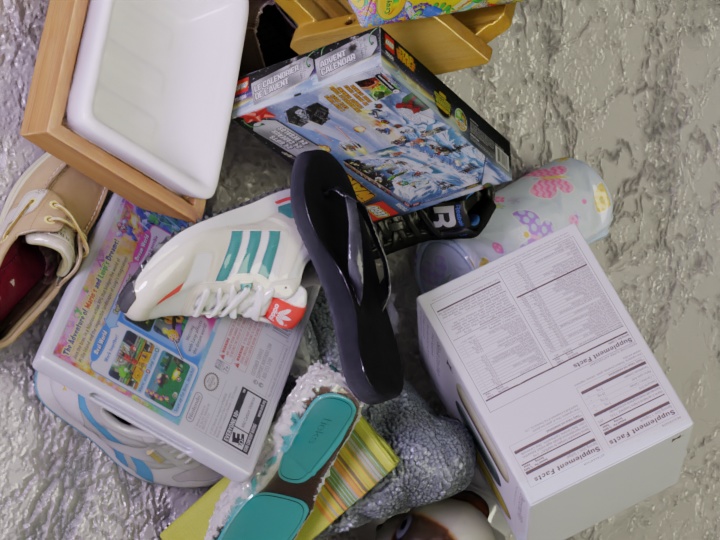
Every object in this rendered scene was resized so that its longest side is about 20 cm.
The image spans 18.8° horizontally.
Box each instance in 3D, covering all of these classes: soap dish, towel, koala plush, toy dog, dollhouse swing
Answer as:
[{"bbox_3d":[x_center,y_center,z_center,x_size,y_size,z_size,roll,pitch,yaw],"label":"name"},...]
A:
[{"bbox_3d":[-0.168,-0.152,1.616,0.157,0.081,0.200,32,57,-42],"label":"soap dish"},{"bbox_3d":[-0.065,0.180,1.720,0.086,0.200,0.018,51,19,11],"label":"towel"},{"bbox_3d":[-0.008,0.104,1.785,0.177,0.184,0.200,-13,85,-52],"label":"koala plush"},{"bbox_3d":[0.073,0.288,1.851,0.140,0.194,0.200,-42,127,-46],"label":"toy dog"},{"bbox_3d":[0.012,-0.277,1.710,0.176,0.181,0.200,57,36,-38],"label":"dollhouse swing"}]

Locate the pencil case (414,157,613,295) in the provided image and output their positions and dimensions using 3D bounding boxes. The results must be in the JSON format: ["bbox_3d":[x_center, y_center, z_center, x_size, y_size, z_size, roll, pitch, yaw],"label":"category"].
[{"bbox_3d":[0.139,-0.030,1.943,0.200,0.091,0.083,-32,143,-38],"label":"pencil case"}]

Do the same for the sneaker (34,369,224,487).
[{"bbox_3d":[-0.160,0.119,1.689,0.200,0.081,0.077,34,71,-42],"label":"sneaker"}]

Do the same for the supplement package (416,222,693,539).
[{"bbox_3d":[0.157,0.101,1.801,0.150,0.200,0.152,-25,158,-8],"label":"supplement package"}]

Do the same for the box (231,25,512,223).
[{"bbox_3d":[0.011,-0.109,1.696,0.200,0.137,0.040,37,44,-49],"label":"box"}]

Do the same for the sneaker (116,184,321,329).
[{"bbox_3d":[-0.088,0.006,1.633,0.200,0.070,0.093,-26,73,-43],"label":"sneaker"}]

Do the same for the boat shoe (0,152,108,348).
[{"bbox_3d":[-0.235,-0.015,1.608,0.074,0.066,0.200,48,62,-35],"label":"boat shoe"}]

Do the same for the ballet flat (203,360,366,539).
[{"bbox_3d":[-0.061,0.154,1.676,0.072,0.072,0.200,17,114,-43],"label":"ballet flat"}]

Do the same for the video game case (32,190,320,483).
[{"bbox_3d":[-0.134,0.038,1.648,0.182,0.024,0.200,31,50,-14],"label":"video game case"}]

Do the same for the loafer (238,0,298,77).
[{"bbox_3d":[-0.053,-0.151,1.760,0.200,0.071,0.073,43,67,-38],"label":"loafer"}]

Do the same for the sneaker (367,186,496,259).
[{"bbox_3d":[0.032,-0.046,1.827,0.200,0.112,0.073,-28,113,-37],"label":"sneaker"}]

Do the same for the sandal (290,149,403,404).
[{"bbox_3d":[0.000,0.000,1.649,0.076,0.043,0.200,-3,73,-58],"label":"sandal"}]

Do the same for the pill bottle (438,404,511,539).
[{"bbox_3d":[0.129,0.133,1.942,0.112,0.112,0.200,36,71,-40],"label":"pill bottle"}]

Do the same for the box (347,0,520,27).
[{"bbox_3d":[0.057,-0.307,1.647,0.192,0.200,0.122,-13,148,-26],"label":"box"}]
